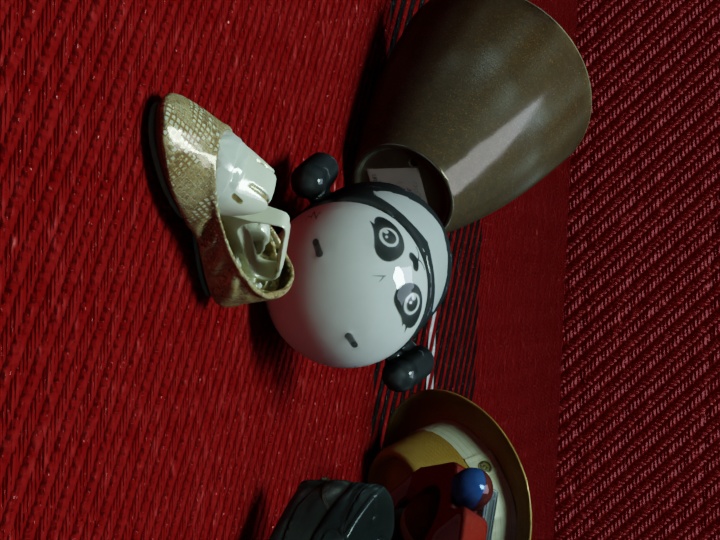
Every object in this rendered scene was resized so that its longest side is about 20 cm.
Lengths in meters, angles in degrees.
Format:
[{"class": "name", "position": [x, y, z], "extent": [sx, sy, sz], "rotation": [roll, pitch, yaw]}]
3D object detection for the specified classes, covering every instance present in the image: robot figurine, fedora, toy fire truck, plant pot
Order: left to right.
[{"class": "robot figurine", "position": [0.002, 0.001, 1.639], "extent": [0.125, 0.150, 0.200], "rotation": [-65, 173, 13]}, {"class": "toy fire truck", "position": [0.047, 0.235, 1.757], "extent": [0.168, 0.112, 0.201], "rotation": [-42, -156, 40]}, {"class": "fedora", "position": [0.065, 0.207, 1.995], "extent": [0.082, 0.200, 0.202], "rotation": [-14, 110, -39]}, {"class": "plant pot", "position": [0.076, -0.114, 1.919], "extent": [0.200, 0.186, 0.188], "rotation": [-50, 144, -47]}]

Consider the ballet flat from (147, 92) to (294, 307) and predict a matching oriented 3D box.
[{"class": "ballet flat", "position": [-0.079, -0.043, 1.389], "extent": [0.200, 0.065, 0.071], "rotation": [72, 24, -60]}]

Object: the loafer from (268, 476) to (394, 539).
[{"class": "loafer", "position": [-0.054, 0.221, 1.560], "extent": [0.200, 0.072, 0.073], "rotation": [-47, 139, -40]}]

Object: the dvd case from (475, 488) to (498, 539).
[{"class": "dvd case", "position": [0.045, 0.285, 1.891], "extent": [0.200, 0.016, 0.149], "rotation": [-42, -155, 43]}]
